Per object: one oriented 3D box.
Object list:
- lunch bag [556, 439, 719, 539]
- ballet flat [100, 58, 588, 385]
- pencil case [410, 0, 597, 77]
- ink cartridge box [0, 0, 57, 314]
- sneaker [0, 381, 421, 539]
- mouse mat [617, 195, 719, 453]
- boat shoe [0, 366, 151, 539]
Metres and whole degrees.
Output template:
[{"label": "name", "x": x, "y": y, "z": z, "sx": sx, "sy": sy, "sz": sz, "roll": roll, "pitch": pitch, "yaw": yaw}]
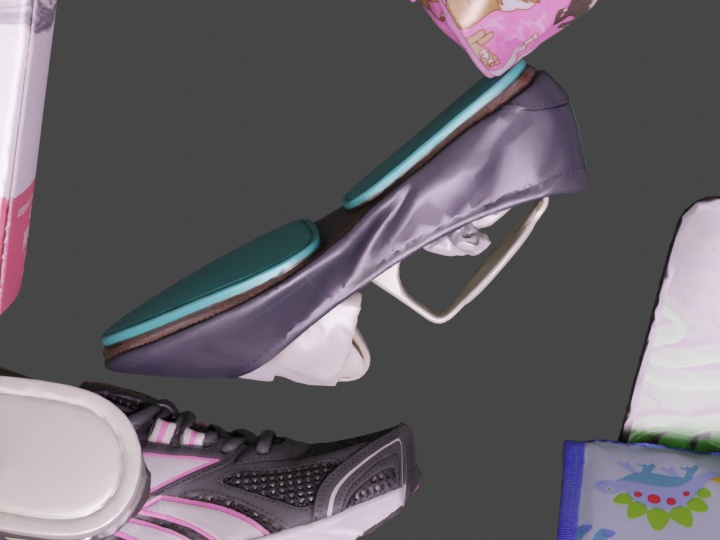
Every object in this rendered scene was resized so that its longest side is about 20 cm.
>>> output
[{"label": "lunch bag", "x": 0.147, "y": 0.165, "z": 1.030, "sx": 0.169, "sy": 0.128, "sz": 0.201, "roll": 6, "pitch": 70, "yaw": 4}, {"label": "ballet flat", "x": 0.000, "y": 0.000, "z": 1.037, "sx": 0.200, "sy": 0.073, "sz": 0.073, "roll": -33, "pitch": 99, "yaw": 3}, {"label": "pencil case", "x": 0.101, "y": -0.151, "z": 0.999, "sx": 0.200, "sy": 0.087, "sz": 0.083, "roll": -34, "pitch": 77, "yaw": 6}, {"label": "ink cartridge box", "x": -0.184, "y": -0.096, "z": 1.010, "sx": 0.146, "sy": 0.083, "sz": 0.201, "roll": 9, "pitch": 100, "yaw": -1}, {"label": "sneaker", "x": -0.077, "y": 0.080, "z": 1.049, "sx": 0.199, "sy": 0.080, "sz": 0.087, "roll": -14, "pitch": 90, "yaw": -3}, {"label": "mouse mat", "x": 0.201, "y": 0.069, "z": 1.080, "sx": 0.199, "sy": 0.008, "sz": 0.162, "roll": 14, "pitch": 100, "yaw": -1}, {"label": "boat shoe", "x": -0.172, "y": 0.056, "z": 1.001, "sx": 0.201, "sy": 0.060, "sz": 0.072, "roll": 14, "pitch": 80, "yaw": 7}]
